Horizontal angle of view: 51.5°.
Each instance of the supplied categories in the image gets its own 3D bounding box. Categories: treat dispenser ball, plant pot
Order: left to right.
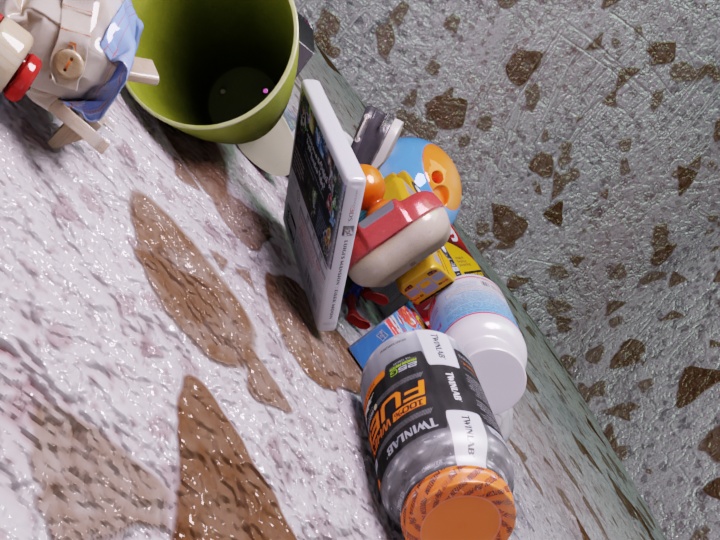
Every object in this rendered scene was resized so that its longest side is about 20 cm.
[{"bbox_3d":[-0.145,-0.217,0.823,0.189,0.186,0.200,54,-2,8],"label":"plant pot"},{"bbox_3d":[0.091,-0.144,1.394,0.202,0.200,0.202,49,13,-15],"label":"treat dispenser ball"}]

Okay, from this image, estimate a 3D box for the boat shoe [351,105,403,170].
[{"bbox_3d":[-0.010,-0.129,1.041,0.059,0.203,0.074,29,18,4],"label":"boat shoe"}]

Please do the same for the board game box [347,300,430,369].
[{"bbox_3d":[0.083,0.145,0.925,0.202,0.055,0.196,55,13,3],"label":"board game box"}]

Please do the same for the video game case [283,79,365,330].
[{"bbox_3d":[-0.044,-0.072,0.795,0.023,0.185,0.202,-1,39,-18],"label":"video game case"}]

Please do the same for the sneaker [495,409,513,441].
[{"bbox_3d":[0.158,0.180,1.109,0.099,0.077,0.204,-28,97,-41],"label":"sneaker"}]

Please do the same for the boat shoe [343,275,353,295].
[{"bbox_3d":[-0.046,-0.056,0.951,0.076,0.072,0.204,60,23,-51],"label":"boat shoe"}]

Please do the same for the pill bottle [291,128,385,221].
[{"bbox_3d":[-0.030,-0.136,1.135,0.200,0.110,0.112,44,15,-39],"label":"pill bottle"}]

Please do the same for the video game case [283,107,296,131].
[{"bbox_3d":[-0.148,-0.259,1.229,0.182,0.023,0.202,45,15,-38],"label":"video game case"}]

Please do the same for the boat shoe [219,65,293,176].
[{"bbox_3d":[-0.150,-0.213,0.976,0.202,0.073,0.063,48,16,-17],"label":"boat shoe"}]

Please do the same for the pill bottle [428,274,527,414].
[{"bbox_3d":[0.144,0.089,0.918,0.109,0.108,0.201,49,13,-15],"label":"pill bottle"}]

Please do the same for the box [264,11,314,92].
[{"bbox_3d":[-0.159,-0.343,1.111,0.147,0.125,0.201,34,21,-21],"label":"box"}]

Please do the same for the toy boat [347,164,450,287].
[{"bbox_3d":[0.025,-0.062,0.857,0.132,0.129,0.200,57,6,6],"label":"toy boat"}]

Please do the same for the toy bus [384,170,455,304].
[{"bbox_3d":[0.063,-0.054,1.015,0.078,0.064,0.203,34,30,-48],"label":"toy bus"}]

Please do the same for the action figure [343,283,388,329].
[{"bbox_3d":[0.000,0.000,0.996,0.051,0.066,0.201,23,26,-21],"label":"action figure"}]

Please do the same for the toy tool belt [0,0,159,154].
[{"bbox_3d":[-0.196,-0.146,0.524,0.122,0.125,0.201,36,20,-28],"label":"toy tool belt"}]

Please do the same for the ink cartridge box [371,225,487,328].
[{"bbox_3d":[0.103,0.015,1.145,0.198,0.084,0.178,-7,59,-52],"label":"ink cartridge box"}]

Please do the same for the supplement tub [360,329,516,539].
[{"bbox_3d":[0.069,0.157,0.687,0.123,0.122,0.201,46,13,-27],"label":"supplement tub"}]
